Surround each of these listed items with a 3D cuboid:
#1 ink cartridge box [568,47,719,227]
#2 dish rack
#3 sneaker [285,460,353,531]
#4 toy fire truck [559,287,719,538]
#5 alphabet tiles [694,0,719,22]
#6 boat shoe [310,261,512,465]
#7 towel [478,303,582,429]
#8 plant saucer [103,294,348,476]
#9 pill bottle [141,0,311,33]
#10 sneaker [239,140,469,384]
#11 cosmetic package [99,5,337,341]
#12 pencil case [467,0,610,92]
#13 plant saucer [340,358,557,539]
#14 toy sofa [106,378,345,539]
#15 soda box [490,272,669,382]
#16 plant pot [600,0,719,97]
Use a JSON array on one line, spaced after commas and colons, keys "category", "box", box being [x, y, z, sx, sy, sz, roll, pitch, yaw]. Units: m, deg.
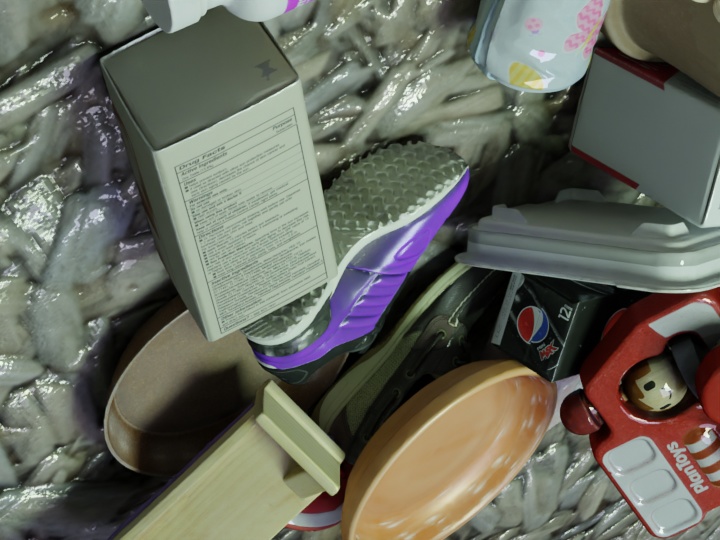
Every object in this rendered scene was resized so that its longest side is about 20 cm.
[{"category": "ink cartridge box", "box": [0.273, -0.100, 1.547, 0.199, 0.145, 0.084, -5, 117, -37]}, {"category": "dish rack", "box": [0.184, -0.026, 1.539, 0.171, 0.199, 0.044, -15, 108, -53]}, {"category": "sneaker", "box": [-0.003, 0.126, 1.671, 0.199, 0.078, 0.116, -12, 133, -51]}, {"category": "toy fire truck", "box": [0.238, 0.100, 1.564, 0.167, 0.113, 0.200, -29, 125, 15]}, {"category": "alphabet tiles", "box": [0.277, -0.232, 1.345, 0.200, 0.195, 0.015, -46, 171, -15]}, {"category": "boat shoe", "box": [0.051, 0.066, 1.611, 0.201, 0.066, 0.072, -45, 160, -4]}, {"category": "towel", "box": [0.156, 0.064, 1.718, 0.190, 0.032, 0.201, -23, 143, -40]}, {"category": "plant saucer", "box": [-0.097, 0.066, 1.532, 0.199, 0.035, 0.201, -24, 144, -19]}, {"category": "pill bottle", "box": [-0.032, -0.204, 1.197, 0.199, 0.105, 0.105, -26, 145, -14]}, {"category": "sneaker", "box": [-0.001, 0.000, 1.473, 0.200, 0.069, 0.100, -42, 141, -17]}, {"category": "cosmetic package", "box": [-0.085, -0.061, 1.340, 0.103, 0.088, 0.201, -26, 146, -12]}, {"category": "pencil case", "box": [0.124, -0.206, 1.351, 0.090, 0.083, 0.201, -34, 151, -34]}, {"category": "plant saucer", "box": [0.061, 0.137, 1.610, 0.199, 0.037, 0.201, -33, 151, -21]}, {"category": "toy sofa", "box": [-0.108, 0.174, 1.555, 0.200, 0.098, 0.083, -43, 102, 12]}, {"category": "soda box", "box": [0.187, 0.024, 1.614, 0.199, 0.063, 0.071, -12, 126, -48]}, {"category": "plant pot", "box": [0.264, -0.185, 1.422, 0.199, 0.175, 0.201, -22, 144, -17]}]
